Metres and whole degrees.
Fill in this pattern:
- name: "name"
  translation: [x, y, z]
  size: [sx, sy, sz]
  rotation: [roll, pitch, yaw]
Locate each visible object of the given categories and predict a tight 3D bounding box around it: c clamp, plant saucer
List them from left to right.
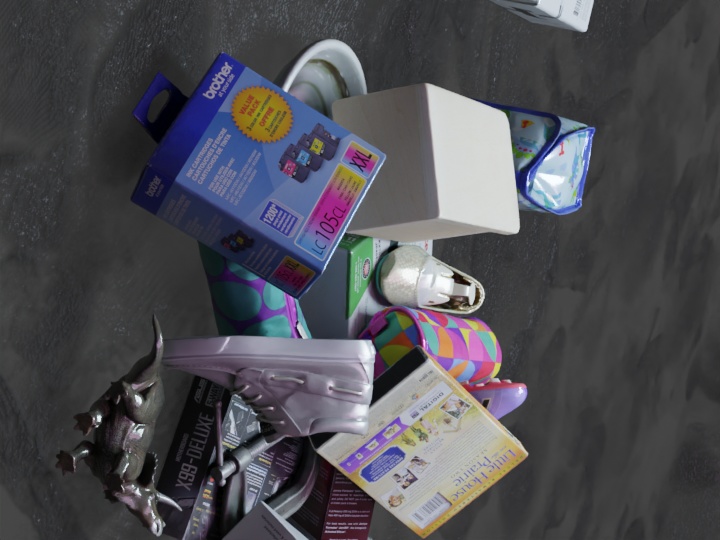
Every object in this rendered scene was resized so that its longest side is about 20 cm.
- name: "c clamp"
  translation: [-0.085, 0.183, 1.494]
  size: [0.200, 0.027, 0.171]
  rotation: [-20, 120, -59]
- name: "plant saucer"
  translation: [-0.059, -0.125, 1.485]
  size: [0.200, 0.050, 0.200]
  rotation: [-39, 136, -53]

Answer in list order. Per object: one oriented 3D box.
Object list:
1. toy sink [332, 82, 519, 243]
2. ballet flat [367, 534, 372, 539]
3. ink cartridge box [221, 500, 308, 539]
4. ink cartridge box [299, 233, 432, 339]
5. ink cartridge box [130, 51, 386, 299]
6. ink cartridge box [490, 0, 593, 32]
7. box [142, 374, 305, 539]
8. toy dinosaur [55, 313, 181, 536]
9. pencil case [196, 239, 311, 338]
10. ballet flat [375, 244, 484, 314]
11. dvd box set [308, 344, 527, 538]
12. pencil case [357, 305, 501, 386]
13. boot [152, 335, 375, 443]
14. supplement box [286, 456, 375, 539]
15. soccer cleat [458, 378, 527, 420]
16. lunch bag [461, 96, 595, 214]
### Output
- name: "toy sink"
  translation: [0.064, -0.099, 1.533]
  size: [0.200, 0.112, 0.130]
  rotation: [5, 79, -62]
- name: "ballet flat"
  translation: [-0.053, 0.353, 1.733]
  size: [0.200, 0.057, 0.066]
  rotation: [-54, 146, -40]
- name: "ink cartridge box"
  translation: [-0.116, 0.333, 1.469]
  size: [0.200, 0.086, 0.146]
  rotation: [-46, 149, -6]
- name: "ink cartridge box"
  translation: [0.000, 0.000, 1.634]
  size: [0.200, 0.083, 0.147]
  rotation: [-39, 137, -54]
- name: "ink cartridge box"
  translation: [-0.099, -0.087, 1.301]
  size: [0.136, 0.200, 0.076]
  rotation: [-63, -174, -30]
- name: "ink cartridge box"
  translation: [0.230, -0.387, 1.922]
  size: [0.200, 0.084, 0.144]
  rotation: [3, 101, -66]
- name: "box"
  translation: [-0.122, 0.196, 1.516]
  size: [0.200, 0.050, 0.158]
  rotation: [38, 68, -63]
- name: "toy dinosaur"
  translation: [-0.200, 0.129, 1.315]
  size: [0.102, 0.077, 0.200]
  rotation: [-25, 120, -74]
- name: "pencil case"
  translation: [-0.095, 0.012, 1.425]
  size: [0.200, 0.092, 0.085]
  rotation: [80, 24, -43]
- name: "ballet flat"
  translation: [0.080, 0.012, 1.635]
  size: [0.200, 0.062, 0.067]
  rotation: [12, 88, -66]
- name: "dvd box set"
  translation: [0.061, 0.176, 1.564]
  size: [0.146, 0.029, 0.200]
  rotation: [-40, 129, 8]
- name: "pencil case"
  translation: [0.073, 0.082, 1.623]
  size: [0.200, 0.088, 0.088]
  rotation: [12, 92, -63]
- name: "boot"
  translation: [-0.086, 0.106, 1.379]
  size: [0.074, 0.200, 0.096]
  rotation: [165, -73, -82]
- name: "supplement box"
  translation: [-0.027, 0.197, 1.630]
  size: [0.061, 0.109, 0.200]
  rotation: [5, 102, -29]
- name: "soccer cleat"
  translation: [0.087, 0.166, 1.637]
  size: [0.067, 0.200, 0.076]
  rotation: [17, 59, -66]
- name: "lunch bag"
  translation: [0.155, -0.130, 1.792]
  size: [0.200, 0.170, 0.127]
  rotation: [-20, 121, -59]
